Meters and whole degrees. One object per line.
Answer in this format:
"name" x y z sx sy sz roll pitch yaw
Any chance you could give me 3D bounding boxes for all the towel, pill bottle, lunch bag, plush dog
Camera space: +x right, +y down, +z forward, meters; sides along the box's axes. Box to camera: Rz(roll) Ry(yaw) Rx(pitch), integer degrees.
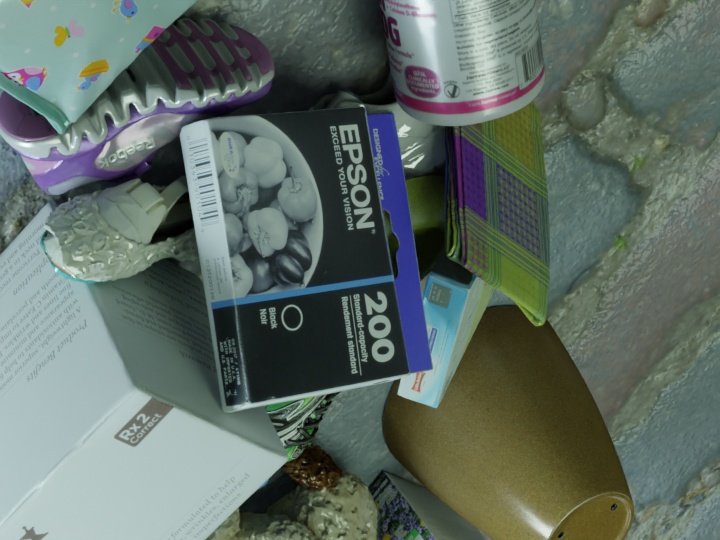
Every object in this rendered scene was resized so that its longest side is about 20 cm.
"towel" 0.104 -0.070 1.540 0.023 0.202 0.143 -17 150 30
"pill bottle" 0.065 -0.215 1.416 0.112 0.113 0.202 -22 122 -18
"lunch bag" -0.206 -0.208 1.242 0.170 0.122 0.200 -44 143 6
"plush dog" -0.051 0.245 1.726 0.172 0.160 0.201 -49 142 -25

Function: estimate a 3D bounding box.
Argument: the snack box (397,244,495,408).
"snack box" 0.084 0.006 1.591 0.200 0.037 0.117 -59 165 -55

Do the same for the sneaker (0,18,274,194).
"sneaker" -0.155 -0.109 1.398 0.198 0.081 0.089 -20 141 -14

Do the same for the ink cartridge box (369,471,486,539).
"ink cartridge box" 0.087 0.272 1.785 0.109 0.200 0.050 27 107 -45

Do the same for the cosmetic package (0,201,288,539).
"cosmetic package" -0.188 0.095 1.434 0.165 0.201 0.164 -44 138 16

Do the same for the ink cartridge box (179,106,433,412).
"ink cartridge box" -0.025 -0.014 1.417 0.199 0.043 0.200 -9 89 -40

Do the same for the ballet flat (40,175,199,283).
"ballet flat" -0.154 -0.040 1.415 0.072 0.072 0.200 -58 164 19

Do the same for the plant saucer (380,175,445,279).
"plant saucer" 0.000 0.000 1.565 0.199 0.031 0.200 -29 161 -11

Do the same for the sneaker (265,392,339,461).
"sneaker" -0.045 0.101 1.572 0.199 0.086 0.078 -28 163 17

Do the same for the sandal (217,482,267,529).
"sandal" -0.094 0.147 1.641 0.199 0.087 0.080 -39 136 -4

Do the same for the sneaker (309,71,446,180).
"sneaker" -0.024 -0.088 1.519 0.199 0.074 0.088 -32 120 -13

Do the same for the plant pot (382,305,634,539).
"plant pot" 0.148 0.165 1.741 0.185 0.200 0.188 -20 134 -22
